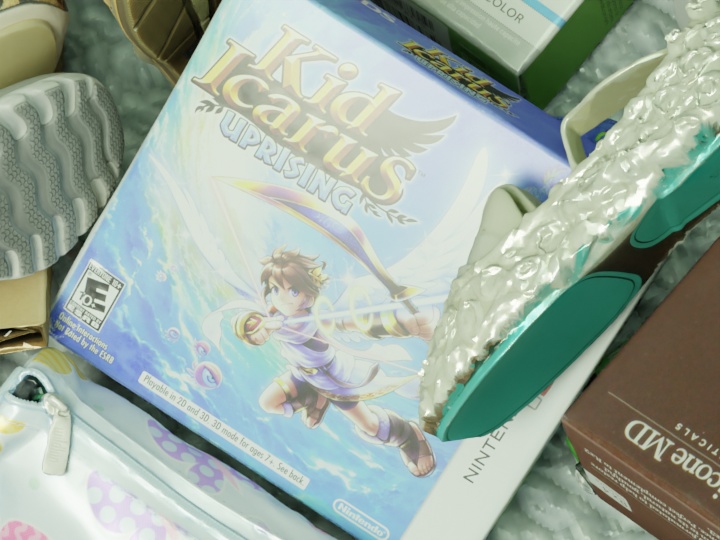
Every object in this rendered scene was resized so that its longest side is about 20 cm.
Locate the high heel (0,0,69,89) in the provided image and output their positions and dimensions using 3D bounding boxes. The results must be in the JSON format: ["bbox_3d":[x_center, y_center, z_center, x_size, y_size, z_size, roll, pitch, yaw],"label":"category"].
[{"bbox_3d":[-0.174,-0.128,1.202,0.143,0.200,0.071,41,128,20],"label":"high heel"}]

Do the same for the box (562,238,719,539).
[{"bbox_3d":[0.180,0.022,1.085,0.100,0.075,0.200,34,77,32],"label":"box"}]

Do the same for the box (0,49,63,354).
[{"bbox_3d":[-0.207,-0.036,1.209,0.163,0.021,0.200,-8,46,6],"label":"box"}]

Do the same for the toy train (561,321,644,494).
[{"bbox_3d":[0.161,0.018,1.172,0.200,0.042,0.056,-36,62,-2],"label":"toy train"}]

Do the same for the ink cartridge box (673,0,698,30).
[{"bbox_3d":[0.228,-0.146,1.152,0.200,0.146,0.083,-34,71,-1],"label":"ink cartridge box"}]

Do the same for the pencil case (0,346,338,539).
[{"bbox_3d":[-0.067,0.112,1.141,0.200,0.091,0.083,33,41,6],"label":"pencil case"}]

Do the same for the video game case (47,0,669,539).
[{"bbox_3d":[0.000,0.000,1.138,0.200,0.045,0.181,32,110,4],"label":"video game case"}]

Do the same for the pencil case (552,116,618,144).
[{"bbox_3d":[0.022,-0.038,1.187,0.200,0.078,0.087,13,99,11],"label":"pencil case"}]

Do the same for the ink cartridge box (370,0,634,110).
[{"bbox_3d":[0.092,-0.175,1.226,0.104,0.059,0.200,38,82,19],"label":"ink cartridge box"}]

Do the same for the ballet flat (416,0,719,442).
[{"bbox_3d":[0.086,-0.022,1.060,0.200,0.072,0.072,-45,71,17],"label":"ballet flat"}]

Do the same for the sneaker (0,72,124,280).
[{"bbox_3d":[-0.182,-0.024,1.127,0.200,0.075,0.082,-33,37,-29],"label":"sneaker"}]

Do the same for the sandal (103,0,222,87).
[{"bbox_3d":[-0.073,-0.123,1.162,0.054,0.200,0.080,42,83,12],"label":"sandal"}]
